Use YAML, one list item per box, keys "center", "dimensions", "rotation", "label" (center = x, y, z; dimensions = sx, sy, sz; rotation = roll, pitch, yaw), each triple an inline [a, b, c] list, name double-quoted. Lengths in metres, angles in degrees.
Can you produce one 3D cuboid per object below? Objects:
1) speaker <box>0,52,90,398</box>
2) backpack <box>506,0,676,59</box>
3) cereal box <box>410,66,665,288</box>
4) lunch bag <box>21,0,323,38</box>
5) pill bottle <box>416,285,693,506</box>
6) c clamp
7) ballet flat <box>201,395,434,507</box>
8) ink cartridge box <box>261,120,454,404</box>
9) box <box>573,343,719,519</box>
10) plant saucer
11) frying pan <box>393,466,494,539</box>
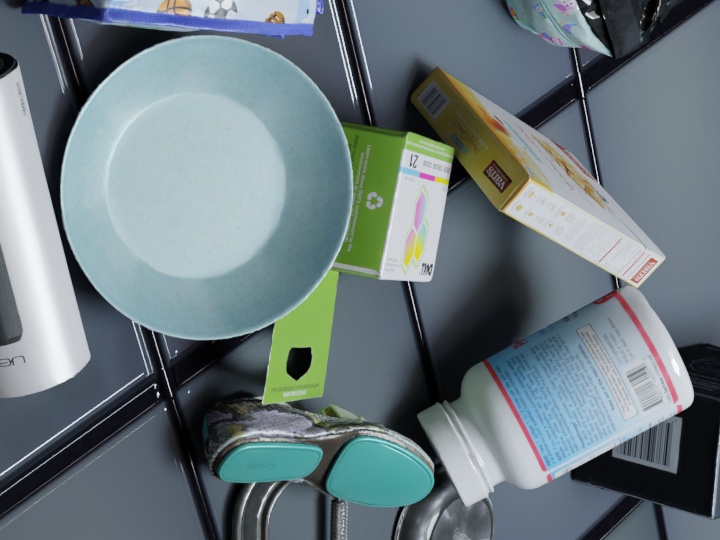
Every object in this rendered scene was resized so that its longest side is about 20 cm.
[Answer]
- center: [-0.223, -0.026, 1.275]
  dimensions: [0.081, 0.081, 0.200]
  rotation: [-32, 122, -40]
  label: "speaker"
- center: [0.172, -0.266, 1.632]
  dimensions: [0.167, 0.127, 0.200]
  rotation: [-41, 128, -21]
  label: "backpack"
- center: [0.138, -0.070, 1.628]
  dimensions: [0.040, 0.144, 0.200]
  rotation: [-48, 141, 14]
  label: "cereal box"
- center: [-0.104, -0.234, 1.330]
  dimensions: [0.200, 0.124, 0.170]
  rotation: [-2, 102, -39]
  label: "lunch bag"
- center: [0.150, 0.102, 1.649]
  dimensions: [0.200, 0.109, 0.109]
  rotation: [-27, 125, -2]
  label: "pill bottle"
- center: [-0.036, 0.224, 1.588]
  dimensions: [0.171, 0.027, 0.200]
  rotation: [-17, 112, -39]
  label: "c clamp"
- center: [-0.032, 0.123, 1.524]
  dimensions: [0.200, 0.072, 0.072]
  rotation: [13, 89, -38]
  label: "ballet flat"
- center: [0.000, 0.000, 1.496]
  dimensions: [0.148, 0.076, 0.200]
  rotation: [3, 96, -75]
  label: "ink cartridge box"
- center: [0.307, 0.138, 1.858]
  dimensions: [0.200, 0.148, 0.107]
  rotation: [-7, 104, -47]
  label: "box"
- center: [-0.104, -0.055, 1.396]
  dimensions: [0.201, 0.039, 0.201]
  rotation: [-2, 97, -20]
  label: "plant saucer"
- center: [0.095, 0.193, 1.725]
  dimensions: [0.190, 0.031, 0.115]
  rotation: [-42, 128, -30]
  label: "frying pan"
